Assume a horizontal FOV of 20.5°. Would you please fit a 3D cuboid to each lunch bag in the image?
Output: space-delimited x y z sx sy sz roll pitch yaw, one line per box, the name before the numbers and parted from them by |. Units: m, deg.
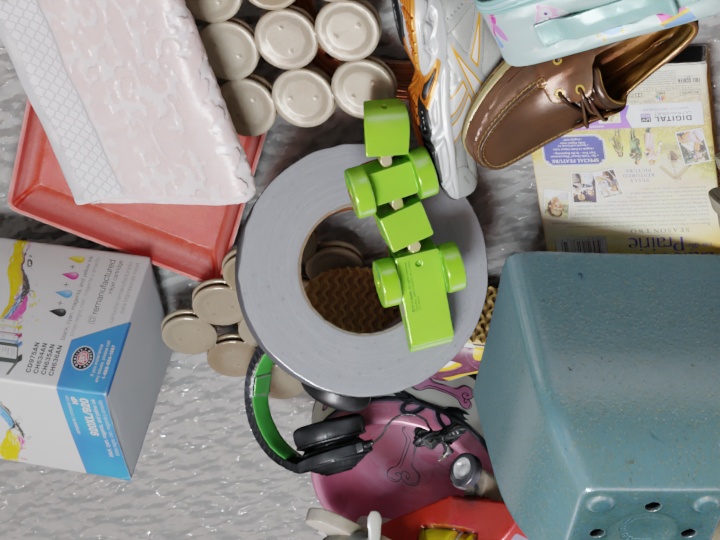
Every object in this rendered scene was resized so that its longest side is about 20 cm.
lunch bag | 0.181 -0.221 1.378 0.199 0.161 0.077 -15 122 28

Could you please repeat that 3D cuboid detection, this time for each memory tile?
memory tile | -0.067 0.033 1.723 0.153 0.017 0.200 27 132 -27
memory tile | -0.078 -0.177 1.540 0.199 0.017 0.154 -7 119 19

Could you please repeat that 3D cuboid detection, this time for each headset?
headset | -0.010 0.117 1.698 0.199 0.094 0.124 15 104 39

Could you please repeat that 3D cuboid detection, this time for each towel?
towel | -0.188 -0.140 1.561 0.190 0.032 0.201 -1 122 36

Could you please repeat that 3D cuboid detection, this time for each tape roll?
tape roll | 0.000 0.000 1.590 0.199 0.066 0.202 0 88 -7

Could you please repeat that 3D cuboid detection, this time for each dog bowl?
dog bowl | 0.043 0.172 1.784 0.199 0.074 0.201 9 129 11

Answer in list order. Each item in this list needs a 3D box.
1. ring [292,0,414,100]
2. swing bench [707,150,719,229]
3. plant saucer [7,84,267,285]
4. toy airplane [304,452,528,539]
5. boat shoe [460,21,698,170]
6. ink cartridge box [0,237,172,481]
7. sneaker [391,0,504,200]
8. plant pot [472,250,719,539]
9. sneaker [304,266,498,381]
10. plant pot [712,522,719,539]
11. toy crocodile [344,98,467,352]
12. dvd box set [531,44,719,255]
ring | 0.025 -0.218 1.521 0.199 0.019 0.201 8 129 10
swing bench | 0.337 -0.008 1.470 0.129 0.200 0.200 -7 124 22
plant saucer | -0.183 -0.101 1.666 0.199 0.037 0.201 21 129 1
toy airplane | 0.051 0.255 1.705 0.199 0.142 0.199 2 148 -2
boat shoe | 0.160 -0.141 1.457 0.200 0.068 0.072 -39 137 10
ink cartridge box | -0.285 0.072 1.738 0.199 0.148 0.145 7 146 10
sneaker | 0.083 -0.143 1.499 0.091 0.076 0.201 -15 128 -7
plant pot | 0.205 0.125 1.565 0.195 0.201 0.196 1 141 -7
sneaker | 0.044 0.055 1.680 0.199 0.075 0.090 9 145 0
plant pot | 0.361 0.253 1.656 0.199 0.188 0.188 13 130 -4
toy crocodile | 0.033 -0.033 1.527 0.067 0.062 0.201 -18 109 -5
dvd box set | 0.209 -0.080 1.563 0.145 0.029 0.201 -2 125 17
